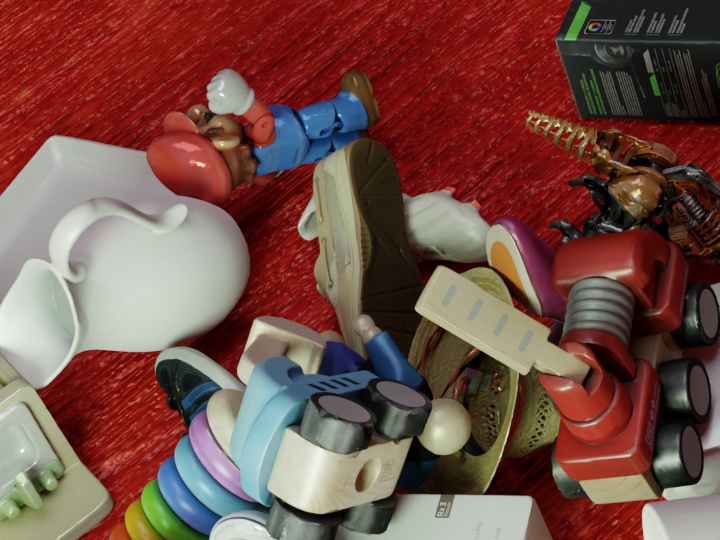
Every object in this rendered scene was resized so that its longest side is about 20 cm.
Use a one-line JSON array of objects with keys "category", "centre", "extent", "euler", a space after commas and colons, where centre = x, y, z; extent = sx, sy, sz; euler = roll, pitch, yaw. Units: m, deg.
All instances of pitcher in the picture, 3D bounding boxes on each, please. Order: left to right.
[{"category": "pitcher", "centre": [-0.178, -0.005, 1.832], "extent": [0.200, 0.172, 0.121], "euler": [-21, 59, -41]}]

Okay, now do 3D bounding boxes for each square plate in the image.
[{"category": "square plate", "centre": [-0.248, -0.030, 2.021], "extent": [0.198, 0.028, 0.200], "euler": [13, 54, 33]}]

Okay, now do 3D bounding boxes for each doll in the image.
[{"category": "doll", "centre": [0.016, 0.094, 1.690], "extent": [0.048, 0.137, 0.200], "euler": [-19, 19, -24]}]

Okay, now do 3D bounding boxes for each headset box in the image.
[{"category": "headset box", "centre": [0.275, -0.214, 1.923], "extent": [0.199, 0.093, 0.174], "euler": [4, 49, 28]}]

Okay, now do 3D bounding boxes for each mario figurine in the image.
[{"category": "mario figurine", "centre": [-0.090, -0.124, 1.951], "extent": [0.199, 0.124, 0.106], "euler": [-16, 24, -25]}]

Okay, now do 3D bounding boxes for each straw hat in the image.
[{"category": "straw hat", "centre": [0.106, 0.095, 1.684], "extent": [0.085, 0.201, 0.201], "euler": [12, 37, -22]}]

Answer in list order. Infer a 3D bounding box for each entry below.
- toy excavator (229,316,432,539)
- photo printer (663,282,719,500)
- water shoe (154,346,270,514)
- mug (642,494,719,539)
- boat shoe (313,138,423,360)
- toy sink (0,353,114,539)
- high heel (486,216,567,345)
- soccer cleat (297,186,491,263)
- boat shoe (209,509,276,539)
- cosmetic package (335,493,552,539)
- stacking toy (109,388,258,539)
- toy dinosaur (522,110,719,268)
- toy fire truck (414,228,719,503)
[{"category": "toy excavator", "centre": [-0.043, 0.093, 1.610], "extent": [0.200, 0.100, 0.194], "euler": [31, 22, 30]}, {"category": "photo printer", "centre": [0.281, 0.077, 1.643], "extent": [0.199, 0.070, 0.167], "euler": [-16, 43, 8]}, {"category": "water shoe", "centre": [-0.111, 0.125, 1.771], "extent": [0.079, 0.072, 0.200], "euler": [-43, 45, -17]}, {"category": "mug", "centre": [0.277, 0.221, 1.479], "extent": [0.153, 0.187, 0.149], "euler": [-14, 10, -2]}, {"category": "boat shoe", "centre": [0.000, 0.000, 1.818], "extent": [0.065, 0.072, 0.201], "euler": [-21, 71, 45]}, {"category": "toy sink", "centre": [-0.308, 0.139, 1.815], "extent": [0.130, 0.112, 0.200], "euler": [-37, 44, -13]}, {"category": "high heel", "centre": [0.156, 0.003, 1.679], "extent": [0.096, 0.200, 0.067], "euler": [-38, 47, -6]}, {"category": "soccer cleat", "centre": [0.032, -0.031, 1.873], "extent": [0.200, 0.069, 0.078], "euler": [19, 62, 45]}, {"category": "boat shoe", "centre": [-0.048, 0.254, 1.525], "extent": [0.074, 0.202, 0.086], "euler": [-32, -5, 25]}, {"category": "cosmetic package", "centre": [0.027, 0.220, 1.606], "extent": [0.199, 0.081, 0.113], "euler": [-2, 48, 22]}, {"category": "stacking toy", "centre": [-0.137, 0.179, 1.690], "extent": [0.200, 0.085, 0.085], "euler": [-44, 39, 17]}, {"category": "toy dinosaur", "centre": [0.214, -0.059, 1.755], "extent": [0.102, 0.136, 0.200], "euler": [-33, 83, -32]}, {"category": "toy fire truck", "centre": [0.142, 0.039, 1.553], "extent": [0.128, 0.200, 0.177], "euler": [-8, 50, 29]}]
